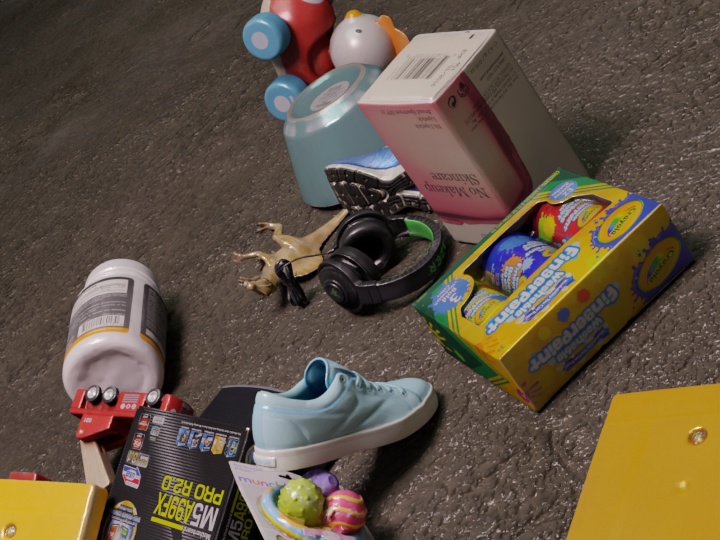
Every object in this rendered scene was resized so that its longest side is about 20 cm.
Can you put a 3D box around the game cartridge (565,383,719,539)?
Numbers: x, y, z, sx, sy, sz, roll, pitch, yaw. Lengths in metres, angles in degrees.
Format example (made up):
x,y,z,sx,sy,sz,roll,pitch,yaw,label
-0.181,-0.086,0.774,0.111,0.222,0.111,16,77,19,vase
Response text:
x,y,z,sx,sy,sz,roll,pitch,yaw,label
0.237,0.165,0.980,0.176,0.032,0.200,-11,40,40,game cartridge

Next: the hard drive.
x,y,z,sx,sy,sz,roll,pitch,yaw,label
-0.106,0.173,1.347,0.200,0.042,0.135,5,50,52,hard drive

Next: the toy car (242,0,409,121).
x,y,z,sx,sy,sz,roll,pitch,yaw,label
-0.023,-0.317,1.866,0.199,0.177,0.184,-4,30,28,toy car

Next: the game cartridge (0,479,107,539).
x,y,z,sx,sy,sz,roll,pitch,yaw,label
-0.342,0.303,1.323,0.176,0.032,0.201,-1,66,27,game cartridge

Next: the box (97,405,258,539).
x,y,z,sx,sy,sz,roll,pitch,yaw,label
-0.168,0.218,1.287,0.200,0.044,0.161,3,72,51,box

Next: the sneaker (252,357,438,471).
x,y,z,sx,sy,sz,roll,pitch,yaw,label
-0.009,0.113,1.204,0.200,0.082,0.074,-16,16,-42,sneaker

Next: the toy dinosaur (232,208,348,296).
x,y,z,sx,sy,sz,roll,pitch,yaw,label
-0.082,-0.020,1.614,0.101,0.058,0.200,14,42,36,toy dinosaur

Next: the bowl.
x,y,z,sx,sy,sz,roll,pitch,yaw,label
-0.017,-0.183,1.698,0.200,0.105,0.201,-29,26,15,bowl

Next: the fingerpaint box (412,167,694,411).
x,y,z,sx,sy,sz,roll,pitch,yaw,label
0.170,0.010,1.237,0.200,0.073,0.167,-42,28,-8,fingerpaint box

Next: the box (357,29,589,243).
x,y,z,sx,sy,sz,roll,pitch,yaw,label
0.114,-0.130,1.374,0.109,0.200,0.128,-50,30,-21,box

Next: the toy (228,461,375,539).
x,y,z,sx,sy,sz,roll,pitch,yaw,label
-0.029,0.203,1.134,0.047,0.115,0.200,-65,26,16,toy

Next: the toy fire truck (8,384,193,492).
x,y,z,sx,sy,sz,roll,pitch,yaw,label
-0.283,0.199,1.488,0.199,0.049,0.141,0,63,33,toy fire truck

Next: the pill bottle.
x,y,z,sx,sy,sz,roll,pitch,yaw,label
-0.288,0.075,1.626,0.116,0.116,0.200,-31,28,12,pill bottle

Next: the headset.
x,y,z,sx,sy,sz,roll,pitch,yaw,label
0.000,0.000,1.477,0.199,0.094,0.124,-3,37,25,headset

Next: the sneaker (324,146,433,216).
x,y,z,sx,sy,sz,roll,pitch,yaw,label
0.047,-0.112,1.573,0.200,0.079,0.089,1,38,38,sneaker
